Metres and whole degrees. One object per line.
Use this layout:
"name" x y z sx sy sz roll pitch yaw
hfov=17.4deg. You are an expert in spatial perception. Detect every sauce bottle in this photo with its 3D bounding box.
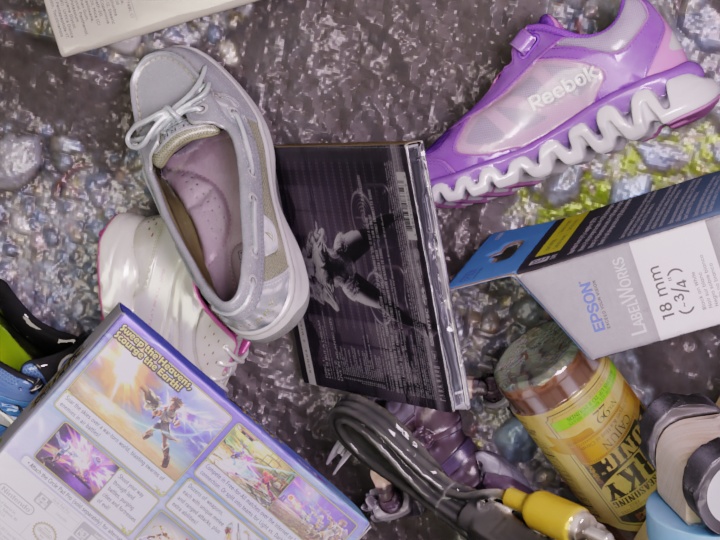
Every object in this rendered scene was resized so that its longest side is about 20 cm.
"sauce bottle" 0.154 0.117 1.362 0.065 0.065 0.200 -31 116 18

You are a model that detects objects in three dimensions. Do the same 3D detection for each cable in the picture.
"cable" 0.071 0.133 1.357 0.200 0.097 0.050 34 66 31

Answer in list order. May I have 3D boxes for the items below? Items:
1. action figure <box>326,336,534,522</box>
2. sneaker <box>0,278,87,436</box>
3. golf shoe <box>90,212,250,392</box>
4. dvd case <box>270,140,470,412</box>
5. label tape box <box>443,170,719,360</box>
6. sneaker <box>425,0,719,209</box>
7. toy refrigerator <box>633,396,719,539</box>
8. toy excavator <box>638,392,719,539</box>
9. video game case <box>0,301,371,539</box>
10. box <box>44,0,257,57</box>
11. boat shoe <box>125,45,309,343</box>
"action figure" 0.066 0.126 1.412 0.200 0.069 0.130 47 115 6
"sneaker" -0.194 0.090 1.453 0.200 0.079 0.089 51 130 0
"golf shoe" -0.106 0.061 1.439 0.091 0.075 0.201 -6 101 12
"dvd case" 0.000 0.000 1.352 0.016 0.200 0.149 -14 98 -25
"label tape box" 0.162 -0.004 1.319 0.199 0.144 0.063 -17 98 18
"sneaker" 0.101 -0.097 1.355 0.200 0.080 0.089 -22 88 13
"toy refrigerator" 0.236 0.100 1.320 0.076 0.070 0.200 32 86 -13
"toy excavator" 0.247 0.163 1.252 0.194 0.100 0.201 -7 107 -11
"video game case" -0.127 0.151 1.400 0.200 0.045 0.181 42 91 -12
"box" -0.089 -0.191 1.385 0.199 0.068 0.082 -13 98 16
"boat shoe" -0.090 -0.053 1.382 0.074 0.065 0.202 -27 64 16
